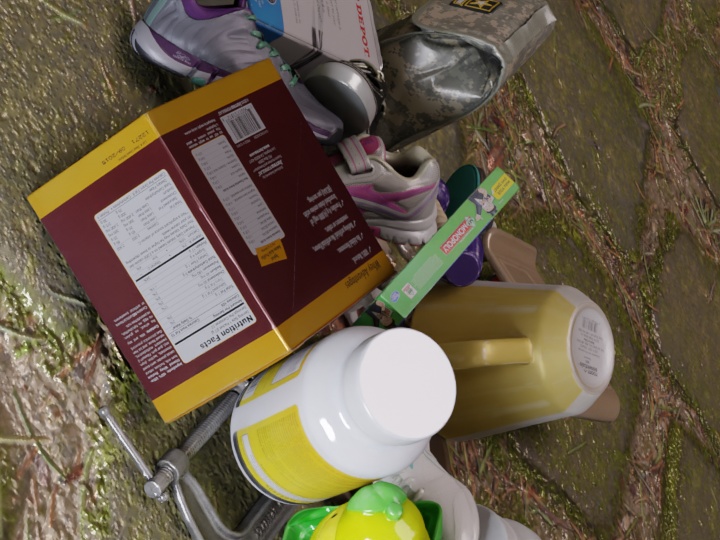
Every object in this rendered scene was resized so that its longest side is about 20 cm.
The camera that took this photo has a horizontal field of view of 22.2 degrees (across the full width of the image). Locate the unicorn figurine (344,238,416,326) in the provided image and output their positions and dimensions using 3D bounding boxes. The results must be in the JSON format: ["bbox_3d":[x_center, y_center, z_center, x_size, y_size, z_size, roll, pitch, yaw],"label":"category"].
[{"bbox_3d":[0.000,0.000,1.661,0.137,0.074,0.201,39,25,-39],"label":"unicorn figurine"}]

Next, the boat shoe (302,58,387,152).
[{"bbox_3d":[-0.011,-0.156,1.639,0.064,0.070,0.200,-61,175,-12],"label":"boat shoe"}]

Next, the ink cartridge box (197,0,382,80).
[{"bbox_3d":[-0.078,-0.250,1.669,0.199,0.085,0.148,18,56,-54],"label":"ink cartridge box"}]

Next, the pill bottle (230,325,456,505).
[{"bbox_3d":[-0.012,0.105,1.365,0.111,0.200,0.113,8,71,-26],"label":"pill bottle"}]

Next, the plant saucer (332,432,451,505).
[{"bbox_3d":[0.015,0.151,1.615,0.200,0.029,0.202,35,44,-42],"label":"plant saucer"}]

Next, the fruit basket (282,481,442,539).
[{"bbox_3d":[-0.008,0.243,1.383,0.215,0.154,0.218,-7,90,-70],"label":"fruit basket"}]

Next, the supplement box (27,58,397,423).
[{"bbox_3d":[-0.108,-0.027,1.407,0.201,0.132,0.197,59,31,-3],"label":"supplement box"}]

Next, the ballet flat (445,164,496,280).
[{"bbox_3d":[0.100,-0.014,1.823,0.073,0.073,0.201,46,42,-32],"label":"ballet flat"}]

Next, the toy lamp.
[{"bbox_3d":[0.078,-0.037,1.730,0.058,0.058,0.200,53,6,-24],"label":"toy lamp"}]

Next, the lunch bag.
[{"bbox_3d":[0.082,-0.205,1.786,0.118,0.199,0.164,62,31,-10],"label":"lunch bag"}]

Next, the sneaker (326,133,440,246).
[{"bbox_3d":[-0.017,-0.079,1.594,0.198,0.089,0.081,0,32,-28],"label":"sneaker"}]

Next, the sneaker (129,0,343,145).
[{"bbox_3d":[-0.089,-0.178,1.532,0.199,0.088,0.074,27,7,-19],"label":"sneaker"}]

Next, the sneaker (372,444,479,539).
[{"bbox_3d":[0.033,0.170,1.526,0.080,0.071,0.201,14,38,-41],"label":"sneaker"}]

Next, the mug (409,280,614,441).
[{"bbox_3d":[0.137,0.086,1.653,0.187,0.152,0.150,-47,121,-46],"label":"mug"}]

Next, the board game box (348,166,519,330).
[{"bbox_3d":[0.044,0.009,1.503,0.029,0.135,0.200,43,47,1],"label":"board game box"}]

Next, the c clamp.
[{"bbox_3d":[-0.106,0.142,1.426,0.172,0.027,0.200,64,31,-7],"label":"c clamp"}]

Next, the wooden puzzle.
[{"bbox_3d":[0.186,0.060,1.827,0.201,0.037,0.185,63,15,15],"label":"wooden puzzle"}]

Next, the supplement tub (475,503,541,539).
[{"bbox_3d":[0.126,0.303,1.574,0.200,0.144,0.146,46,36,-36],"label":"supplement tub"}]
